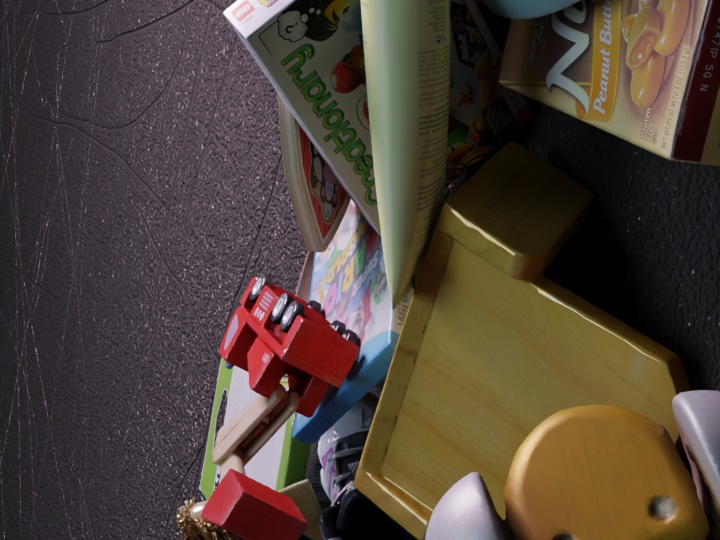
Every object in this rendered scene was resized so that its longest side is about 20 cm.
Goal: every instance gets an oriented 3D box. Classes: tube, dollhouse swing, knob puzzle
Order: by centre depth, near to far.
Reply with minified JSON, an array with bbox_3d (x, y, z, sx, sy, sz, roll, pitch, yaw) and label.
[{"bbox_3d":[0.026,-0.084,0.915,0.052,0.058,0.201,29,127,57],"label":"tube"},{"bbox_3d":[0.114,0.064,0.978,0.182,0.175,0.201,-42,-28,-59],"label":"dollhouse swing"},{"bbox_3d":[-0.014,-0.112,1.078,0.220,0.030,0.221,3,-90,-77],"label":"knob puzzle"}]

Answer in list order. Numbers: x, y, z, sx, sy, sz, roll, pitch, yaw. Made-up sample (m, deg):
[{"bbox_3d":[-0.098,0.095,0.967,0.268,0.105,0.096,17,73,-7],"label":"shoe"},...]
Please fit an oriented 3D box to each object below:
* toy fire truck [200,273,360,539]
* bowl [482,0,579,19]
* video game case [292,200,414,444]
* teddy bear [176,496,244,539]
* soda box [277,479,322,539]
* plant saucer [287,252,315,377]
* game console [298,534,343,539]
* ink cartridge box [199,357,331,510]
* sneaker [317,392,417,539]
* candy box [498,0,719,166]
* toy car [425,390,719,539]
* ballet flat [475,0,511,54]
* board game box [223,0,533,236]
[{"bbox_3d":[-0.060,0.088,1.063,0.142,0.049,0.200,-61,20,2],"label":"toy fire truck"},{"bbox_3d":[0.098,-0.247,0.882,0.201,0.105,0.201,-37,35,32],"label":"bowl"},{"bbox_3d":[0.000,0.000,1.112,0.143,0.018,0.201,-46,31,49],"label":"video game case"},{"bbox_3d":[-0.063,0.236,1.069,0.067,0.145,0.201,-33,79,14],"label":"teddy bear"},{"bbox_3d":[-0.036,0.257,1.171,0.064,0.067,0.201,-35,77,61],"label":"soda box"},{"bbox_3d":[0.003,0.003,1.178,0.200,0.034,0.201,-53,25,39],"label":"plant saucer"},{"bbox_3d":[-0.008,0.266,1.007,0.118,0.200,0.171,-24,19,41],"label":"game console"},{"bbox_3d":[-0.062,0.152,1.330,0.200,0.075,0.149,-138,55,-63],"label":"ink cartridge box"},{"bbox_3d":[0.007,0.145,1.093,0.140,0.077,0.201,63,-175,-58],"label":"sneaker"},{"bbox_3d":[0.151,-0.135,0.896,0.200,0.055,0.116,-142,61,-62],"label":"candy box"},{"bbox_3d":[0.136,0.168,0.785,0.150,0.174,0.201,67,-176,-49],"label":"toy car"},{"bbox_3d":[0.062,-0.141,1.112,0.200,0.068,0.073,-9,98,67],"label":"ballet flat"},{"bbox_3d":[0.017,-0.121,0.987,0.126,0.200,0.035,-39,48,-2],"label":"board game box"}]
